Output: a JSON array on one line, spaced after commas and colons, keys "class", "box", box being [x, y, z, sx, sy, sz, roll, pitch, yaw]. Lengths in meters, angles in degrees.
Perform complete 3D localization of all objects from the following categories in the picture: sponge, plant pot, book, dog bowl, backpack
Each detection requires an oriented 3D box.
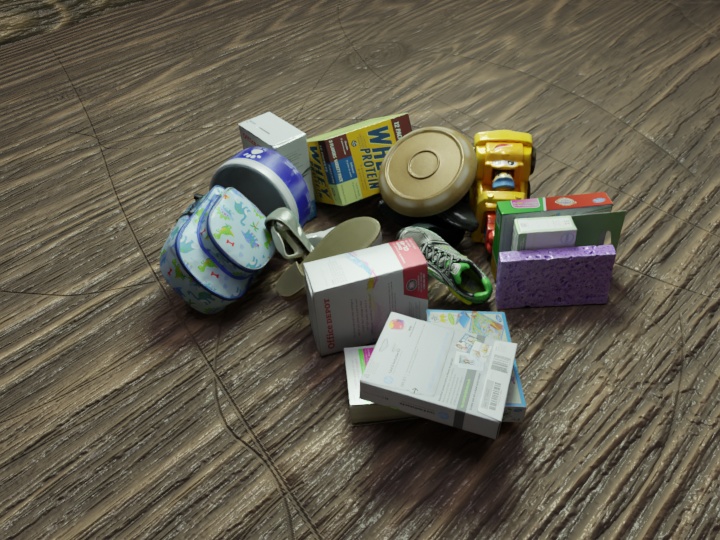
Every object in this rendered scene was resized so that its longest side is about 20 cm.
[{"class": "sponge", "box": [0.335, 0.013, 1.097, 0.195, 0.113, 0.030, -3, 39, 2]}, {"class": "plant pot", "box": [0.123, -0.197, 1.211, 0.196, 0.028, 0.204, -10, 61, 17]}, {"class": "book", "box": [0.076, 0.166, 0.996, 0.196, 0.049, 0.135, -5, 39, -3]}, {"class": "dog bowl", "box": [-0.200, -0.139, 1.264, 0.197, 0.203, 0.079, 14, 40, 21]}, {"class": "backpack", "box": [-0.256, -0.039, 1.153, 0.146, 0.183, 0.202, -26, 27, 42]}]

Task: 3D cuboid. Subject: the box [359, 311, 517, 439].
[{"class": "box", "box": [0.114, 0.143, 0.905, 0.196, 0.042, 0.157, 14, 39, 13]}]

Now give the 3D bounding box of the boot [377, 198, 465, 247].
[{"class": "boot", "box": [0.099, -0.097, 1.252, 0.196, 0.074, 0.162, -14, 42, -46]}]

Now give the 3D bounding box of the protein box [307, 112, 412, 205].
[{"class": "protein box", "box": [-0.006, -0.238, 1.357, 0.196, 0.137, 0.199, -21, 16, -19]}]

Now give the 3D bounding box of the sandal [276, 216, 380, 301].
[{"class": "sandal", "box": [-0.047, -0.011, 1.112, 0.210, 0.070, 0.078, -36, 55, 2]}]

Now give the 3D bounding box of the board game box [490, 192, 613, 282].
[{"class": "board game box", "box": [0.342, -0.058, 1.150, 0.195, 0.155, 0.041, -5, 38, -1]}]

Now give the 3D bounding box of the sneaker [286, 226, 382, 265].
[{"class": "sneaker", "box": [-0.060, -0.055, 1.264, 0.196, 0.077, 0.089, -12, 27, -17]}]

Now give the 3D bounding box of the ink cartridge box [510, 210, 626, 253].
[{"class": "ink cartridge box", "box": [0.363, -0.028, 1.116, 0.195, 0.147, 0.048, -3, 40, 2]}]

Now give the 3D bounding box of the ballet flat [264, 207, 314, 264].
[{"class": "ballet flat", "box": [-0.107, -0.021, 1.154, 0.201, 0.067, 0.063, 54, 44, 0]}]

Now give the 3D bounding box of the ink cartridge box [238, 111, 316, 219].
[{"class": "ink cartridge box", "box": [-0.174, -0.211, 1.345, 0.083, 0.203, 0.145, -29, 45, -27]}]

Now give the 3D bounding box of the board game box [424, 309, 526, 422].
[{"class": "board game box", "box": [0.170, 0.140, 0.974, 0.131, 0.035, 0.202, 3, 38, 0]}]

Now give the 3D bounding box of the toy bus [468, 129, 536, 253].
[{"class": "toy bus", "box": [0.268, -0.139, 1.226, 0.133, 0.202, 0.194, 3, 47, 6]}]

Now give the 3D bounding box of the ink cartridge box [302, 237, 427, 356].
[{"class": "ink cartridge box", "box": [0.011, 0.044, 1.066, 0.196, 0.150, 0.086, -12, 40, -10]}]

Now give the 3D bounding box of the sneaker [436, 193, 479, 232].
[{"class": "sneaker", "box": [0.172, -0.158, 1.229, 0.075, 0.091, 0.201, 9, 38, -49]}]

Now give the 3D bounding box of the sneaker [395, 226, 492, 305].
[{"class": "sneaker", "box": [0.150, -0.015, 1.104, 0.198, 0.085, 0.079, 32, 83, 2]}]
